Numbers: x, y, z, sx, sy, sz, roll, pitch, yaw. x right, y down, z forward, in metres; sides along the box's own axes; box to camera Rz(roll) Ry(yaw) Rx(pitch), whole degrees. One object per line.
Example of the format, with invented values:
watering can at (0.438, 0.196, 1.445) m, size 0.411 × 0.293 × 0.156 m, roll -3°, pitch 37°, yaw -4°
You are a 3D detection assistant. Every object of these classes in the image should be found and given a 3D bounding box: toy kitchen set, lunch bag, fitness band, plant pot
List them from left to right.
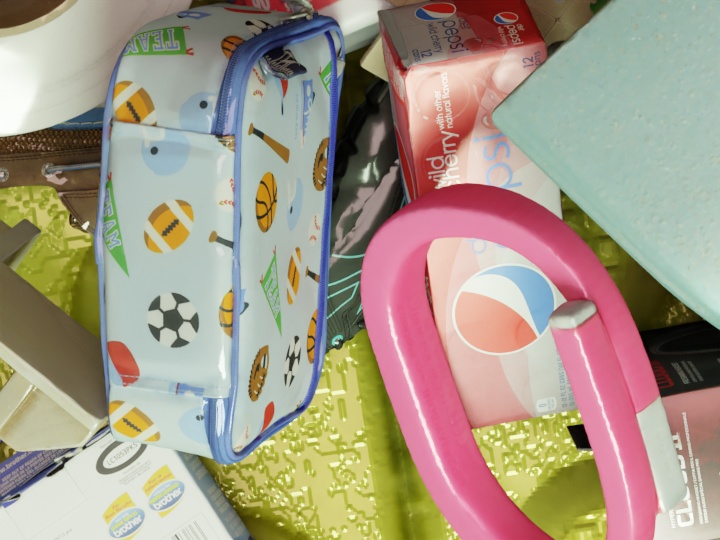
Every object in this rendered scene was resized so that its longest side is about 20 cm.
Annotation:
toy kitchen set at (-0.216, 0.071, 1.216) m, size 0.163 × 0.200 × 0.181 m, roll 37°, pitch 108°, yaw 1°
lunch bag at (-0.056, -0.024, 1.183) m, size 0.075 × 0.160 × 0.201 m, roll 9°, pitch 103°, yaw 18°
fitness band at (0.069, 0.057, 1.185) m, size 0.037 × 0.143 × 0.201 m, roll -34°, pitch 114°, yaw -37°
plant pot at (0.208, -0.055, 1.111) m, size 0.196 × 0.196 × 0.200 m, roll -42°, pitch 80°, yaw 16°

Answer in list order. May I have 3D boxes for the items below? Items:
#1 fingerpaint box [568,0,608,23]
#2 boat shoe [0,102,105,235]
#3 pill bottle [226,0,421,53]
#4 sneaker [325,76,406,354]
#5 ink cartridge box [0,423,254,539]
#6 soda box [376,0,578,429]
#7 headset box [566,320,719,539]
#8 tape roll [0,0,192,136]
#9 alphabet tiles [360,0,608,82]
fingerpaint box at (0.154, -0.191, 1.244) m, size 0.166 × 0.073 × 0.200 m, roll -32°, pitch 120°, yaw 10°
boat shoe at (-0.122, -0.054, 1.308) m, size 0.199 × 0.072 × 0.073 m, roll 7°, pitch 95°, yaw 10°
pill bottle at (-0.032, -0.206, 1.277) m, size 0.119 × 0.120 × 0.201 m, roll -22°, pitch 89°, yaw 0°
sneaker at (0.000, 0.000, 1.300) m, size 0.079 × 0.075 × 0.201 m, roll 29°, pitch 98°, yaw -13°
ink cartridge box at (-0.118, 0.155, 1.299) m, size 0.136 × 0.076 × 0.201 m, roll -34°, pitch 91°, yaw 0°
soda box at (0.057, -0.026, 1.237) m, size 0.070 × 0.064 × 0.201 m, roll -11°, pitch 122°, yaw -3°
headset box at (0.198, 0.067, 1.258) m, size 0.199 × 0.149 × 0.075 m, roll -10°, pitch 99°, yaw 1°
tape roll at (-0.177, -0.175, 1.194) m, size 0.201 × 0.139 × 0.204 m, roll -6°, pitch 112°, yaw -16°
alphabet tiles at (0.100, -0.129, 1.225) m, size 0.199 × 0.006 × 0.167 m, roll 27°, pitch 114°, yaw -24°
